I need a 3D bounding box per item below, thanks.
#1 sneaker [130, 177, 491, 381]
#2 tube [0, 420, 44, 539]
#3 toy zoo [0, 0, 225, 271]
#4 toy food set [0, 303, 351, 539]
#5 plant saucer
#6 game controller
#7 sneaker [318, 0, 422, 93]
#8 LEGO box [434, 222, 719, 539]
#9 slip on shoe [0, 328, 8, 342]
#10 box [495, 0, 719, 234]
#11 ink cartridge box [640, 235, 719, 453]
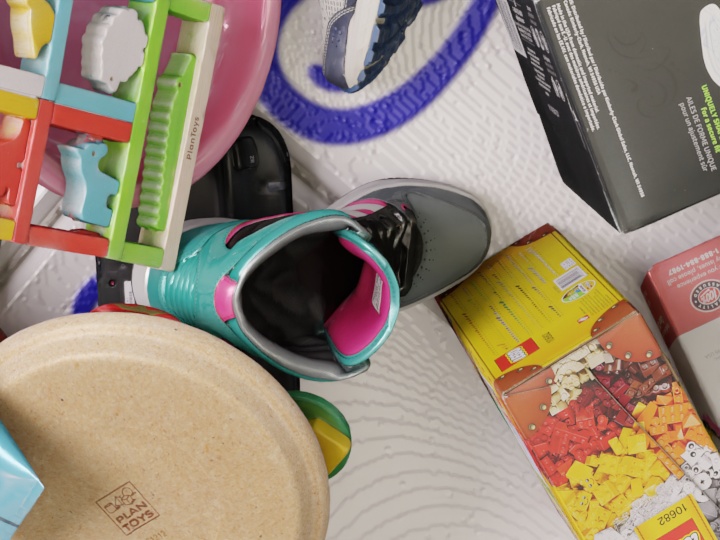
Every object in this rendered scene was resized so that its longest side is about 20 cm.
[{"bbox_3d":[0.000,0.000,1.151,0.199,0.121,0.084,-12,107,-27],"label":"sneaker"},{"bbox_3d":[-0.218,0.042,1.094,0.050,0.078,0.200,-28,74,-35],"label":"tube"},{"bbox_3d":[-0.144,-0.077,1.048,0.199,0.020,0.132,11,90,-51],"label":"toy zoo"},{"bbox_3d":[-0.108,0.104,1.133,0.197,0.049,0.200,35,119,-12],"label":"toy food set"},{"bbox_3d":[-0.121,-0.132,1.121,0.200,0.051,0.202,-14,108,-46],"label":"plant saucer"},{"bbox_3d":[-0.085,0.018,1.217,0.103,0.042,0.202,0,103,8],"label":"game controller"},{"bbox_3d":[-0.008,-0.188,1.160,0.085,0.077,0.202,15,117,18],"label":"sneaker"},{"bbox_3d":[0.118,0.076,1.168,0.077,0.200,0.150,-30,105,0],"label":"LEGO box"},{"bbox_3d":[-0.175,0.106,1.210,0.074,0.061,0.201,-16,118,16],"label":"slip on shoe"},{"bbox_3d":[0.183,-0.123,1.154,0.199,0.149,0.125,-22,104,-1],"label":"box"},{"bbox_3d":[0.239,0.071,1.213,0.116,0.068,0.201,-23,80,0],"label":"ink cartridge box"}]
